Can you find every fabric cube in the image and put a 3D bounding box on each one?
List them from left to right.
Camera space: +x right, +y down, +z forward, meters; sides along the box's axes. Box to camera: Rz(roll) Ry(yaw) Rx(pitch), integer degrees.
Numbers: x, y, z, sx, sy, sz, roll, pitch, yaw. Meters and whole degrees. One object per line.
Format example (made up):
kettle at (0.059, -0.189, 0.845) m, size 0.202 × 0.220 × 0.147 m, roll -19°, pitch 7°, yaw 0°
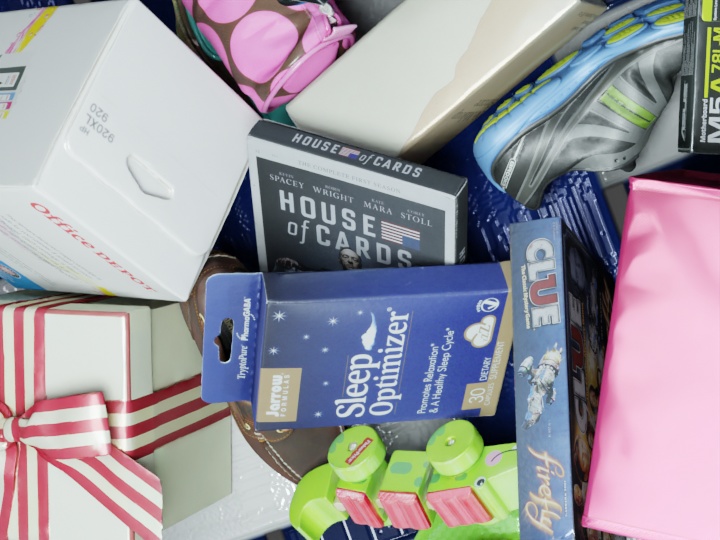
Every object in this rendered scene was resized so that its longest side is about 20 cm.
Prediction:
fabric cube at (0.255, 0.053, 0.908) m, size 0.198 × 0.196 × 0.202 m, roll 10°, pitch 97°, yaw 20°

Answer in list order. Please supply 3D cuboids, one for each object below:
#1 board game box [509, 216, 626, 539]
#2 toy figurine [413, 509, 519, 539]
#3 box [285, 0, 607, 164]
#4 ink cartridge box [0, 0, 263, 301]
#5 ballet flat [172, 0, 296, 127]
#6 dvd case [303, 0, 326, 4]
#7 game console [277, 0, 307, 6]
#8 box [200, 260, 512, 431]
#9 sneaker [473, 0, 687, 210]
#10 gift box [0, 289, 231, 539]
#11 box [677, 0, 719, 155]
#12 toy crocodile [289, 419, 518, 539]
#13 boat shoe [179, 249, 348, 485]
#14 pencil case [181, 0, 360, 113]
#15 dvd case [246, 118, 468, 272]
board game box at (0.130, 0.084, 0.955) m, size 0.034 × 0.135 × 0.202 m, roll -7°, pitch 71°, yaw 22°
toy figurine at (0.073, 0.263, 1.005) m, size 0.149 × 0.184 × 0.202 m, roll -6°, pitch 94°, yaw 21°
box at (0.056, -0.141, 1.020) m, size 0.200 × 0.095 × 0.078 m, roll -40°, pitch 82°, yaw 21°
ink cartridge box at (-0.196, -0.079, 1.038) m, size 0.199 × 0.147 × 0.146 m, roll 4°, pitch 64°, yaw 42°
ballet flat at (-0.087, -0.139, 1.096) m, size 0.070 × 0.071 × 0.201 m, roll -34°, pitch 81°, yaw 21°
dvd case at (-0.056, -0.270, 0.946) m, size 0.149 × 0.025 × 0.202 m, roll 14°, pitch 82°, yaw 28°
game console at (0.038, -0.266, 0.947) m, size 0.198 × 0.118 × 0.173 m, roll -11°, pitch 94°, yaw 21°
box at (-0.001, 0.050, 0.988) m, size 0.198 × 0.033 × 0.122 m, roll -2°, pitch 134°, yaw -10°
sneaker at (0.168, -0.110, 1.001) m, size 0.199 × 0.071 × 0.083 m, roll -34°, pitch 105°, yaw 18°
gift box at (-0.193, 0.112, 1.091) m, size 0.183 × 0.186 × 0.202 m, roll -4°, pitch 93°, yaw 22°
box at (0.291, -0.166, 0.919) m, size 0.191 × 0.048 × 0.202 m, roll 1°, pitch 96°, yaw 2°
toy crocodile at (0.040, 0.145, 1.028) m, size 0.198 × 0.062 × 0.068 m, roll -8°, pitch 132°, yaw 30°
boat shoe at (-0.063, 0.078, 1.061) m, size 0.070 × 0.070 × 0.201 m, roll -37°, pitch 112°, yaw -10°
pencil case at (-0.082, -0.211, 1.036) m, size 0.201 × 0.090 × 0.094 m, roll 54°, pitch 147°, yaw 6°
dvd case at (0.000, 0.000, 1.033) m, size 0.149 × 0.025 × 0.201 m, roll 17°, pitch 138°, yaw 19°
